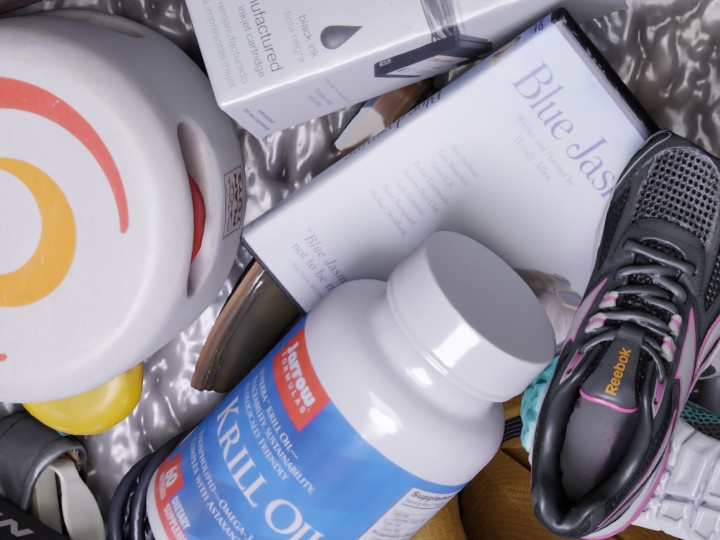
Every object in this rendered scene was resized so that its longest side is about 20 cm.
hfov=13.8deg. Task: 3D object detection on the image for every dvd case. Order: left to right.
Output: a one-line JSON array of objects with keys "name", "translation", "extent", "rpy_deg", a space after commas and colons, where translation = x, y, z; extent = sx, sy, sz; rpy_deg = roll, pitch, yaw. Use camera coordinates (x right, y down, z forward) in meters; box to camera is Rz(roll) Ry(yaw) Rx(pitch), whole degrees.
[{"name": "dvd case", "translation": [0.061, -0.017, 1.436], "extent": [0.200, 0.018, 0.143], "rpy_deg": [-34, 107, 21]}]

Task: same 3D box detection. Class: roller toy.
[{"name": "roller toy", "translation": [-0.152, -0.033, 1.469], "extent": [0.182, 0.140, 0.200], "rpy_deg": [-44, 87, 17]}]

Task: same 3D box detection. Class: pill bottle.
[{"name": "pill bottle", "translation": [-0.002, 0.075, 1.418], "extent": [0.112, 0.112, 0.200], "rpy_deg": [41, 116, -6]}]

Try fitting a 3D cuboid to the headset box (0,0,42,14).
[{"name": "headset box", "translation": [-0.205, -0.194, 1.461], "extent": [0.199, 0.075, 0.149], "rpy_deg": [-17, 99, 11]}]

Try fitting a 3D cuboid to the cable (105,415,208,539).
[{"name": "cable", "translation": [-0.036, 0.164, 1.538], "extent": [0.163, 0.051, 0.200], "rpy_deg": [-41, 106, -6]}]

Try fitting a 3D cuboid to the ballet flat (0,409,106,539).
[{"name": "ballet flat", "translation": [-0.163, 0.173, 1.550], "extent": [0.068, 0.068, 0.201], "rpy_deg": [6, 107, 37]}]

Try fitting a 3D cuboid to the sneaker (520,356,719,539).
[{"name": "sneaker", "translation": [0.166, 0.100, 1.458], "extent": [0.200, 0.091, 0.078], "rpy_deg": [30, 101, 36]}]

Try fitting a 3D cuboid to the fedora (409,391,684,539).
[{"name": "fedora", "translation": [0.109, 0.146, 1.507], "extent": [0.200, 0.201, 0.082], "rpy_deg": [11, 143, 1]}]

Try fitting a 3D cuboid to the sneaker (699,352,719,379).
[{"name": "sneaker", "translation": [0.120, -0.030, 1.478], "extent": [0.081, 0.084, 0.200], "rpy_deg": [-36, 107, 23]}]

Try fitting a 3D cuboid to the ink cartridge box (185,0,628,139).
[{"name": "ink cartridge box", "translation": [0.012, -0.169, 1.434], "extent": [0.199, 0.084, 0.146], "rpy_deg": [-19, 79, 8]}]

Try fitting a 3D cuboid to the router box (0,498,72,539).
[{"name": "router box", "translation": [-0.243, 0.177, 1.531], "extent": [0.200, 0.052, 0.158], "rpy_deg": [27, 105, 24]}]

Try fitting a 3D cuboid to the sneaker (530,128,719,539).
[{"name": "sneaker", "translation": [0.129, 0.037, 1.370], "extent": [0.080, 0.086, 0.201], "rpy_deg": [15, 99, 11]}]

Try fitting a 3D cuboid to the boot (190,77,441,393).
[{"name": "boot", "translation": [0.000, 0.000, 1.501], "extent": [0.097, 0.075, 0.200], "rpy_deg": [35, 101, -2]}]
